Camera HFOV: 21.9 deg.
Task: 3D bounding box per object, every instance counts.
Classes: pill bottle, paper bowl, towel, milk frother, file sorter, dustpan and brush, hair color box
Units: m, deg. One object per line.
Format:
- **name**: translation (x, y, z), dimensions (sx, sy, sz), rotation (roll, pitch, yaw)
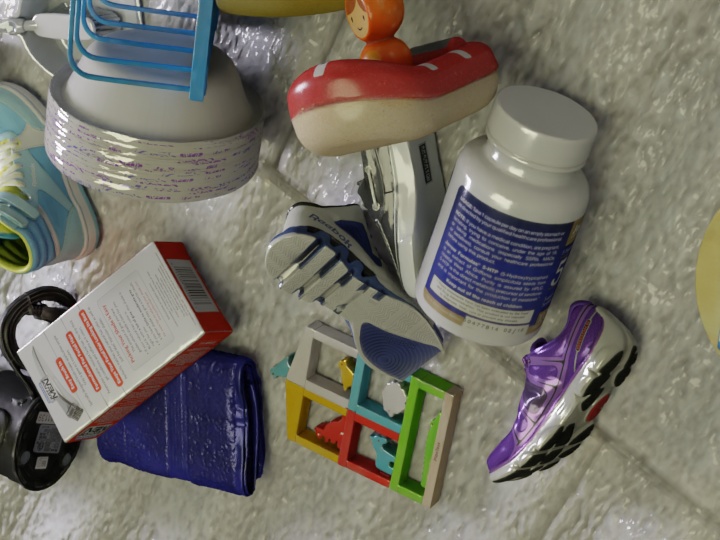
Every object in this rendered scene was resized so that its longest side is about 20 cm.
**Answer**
- **pill bottle**: translation (0.128, -0.048, 1.584), dimensions (0.119, 0.120, 0.201), rotation (30, 123, 20)
- **paper bowl**: translation (-0.186, -0.150, 1.699), dimensions (0.200, 0.200, 0.105), rotation (23, 120, 24)
- **towel**: translation (-0.186, 0.143, 1.917), dimensions (0.199, 0.049, 0.149), rotation (9, 106, 31)
- **milk frother**: translation (-0.400, 0.106, 2.004), dimensions (0.187, 0.181, 0.201), rotation (17, 74, 27)
- **file sorter**: translation (-0.183, -0.256, 1.635), dimensions (0.122, 0.200, 0.140), rotation (6, 117, -4)
- **dustpan and brush**: translation (-0.309, -0.242, 1.832), dimensions (0.199, 0.057, 0.141), rotation (7, 112, 31)
- **hair color box**: translation (-0.237, 0.072, 1.865), dimensions (0.200, 0.064, 0.111), rotation (-36, 75, 20)

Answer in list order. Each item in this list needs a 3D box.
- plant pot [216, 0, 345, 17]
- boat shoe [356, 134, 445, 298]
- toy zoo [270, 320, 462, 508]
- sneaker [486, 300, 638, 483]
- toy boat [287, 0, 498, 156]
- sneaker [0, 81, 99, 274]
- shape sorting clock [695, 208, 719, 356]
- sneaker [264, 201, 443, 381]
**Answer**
- **plant pot**: translation (-0.026, -0.297, 1.561), dimensions (0.141, 0.200, 0.201), rotation (15, 118, 5)
- **boat shoe**: translation (0.030, -0.074, 1.669), dimensions (0.067, 0.072, 0.202), rotation (-1, 106, 31)
- **toy zoo**: translation (-0.001, 0.133, 1.804), dimensions (0.199, 0.020, 0.132), rotation (23, 120, 24)
- **sneaker**: translation (0.171, 0.109, 1.661), dimensions (0.084, 0.080, 0.201), rotation (49, 121, 28)
- **toy boat**: translation (0.019, -0.172, 1.514), dimensions (0.130, 0.200, 0.132), rotation (-10, 101, 35)
- **sneaker**: translation (-0.353, -0.089, 1.879), dimensions (0.079, 0.130, 0.201), rotation (-27, 92, 39)
- **shape sorting clock**: translation (0.366, 0.015, 1.501), dimensions (0.199, 0.039, 0.202), rotation (11, 110, 31)
- **sneaker**: translation (-0.001, 0.000, 1.715), dimensions (0.080, 0.116, 0.199), rotation (-35, 118, 28)
